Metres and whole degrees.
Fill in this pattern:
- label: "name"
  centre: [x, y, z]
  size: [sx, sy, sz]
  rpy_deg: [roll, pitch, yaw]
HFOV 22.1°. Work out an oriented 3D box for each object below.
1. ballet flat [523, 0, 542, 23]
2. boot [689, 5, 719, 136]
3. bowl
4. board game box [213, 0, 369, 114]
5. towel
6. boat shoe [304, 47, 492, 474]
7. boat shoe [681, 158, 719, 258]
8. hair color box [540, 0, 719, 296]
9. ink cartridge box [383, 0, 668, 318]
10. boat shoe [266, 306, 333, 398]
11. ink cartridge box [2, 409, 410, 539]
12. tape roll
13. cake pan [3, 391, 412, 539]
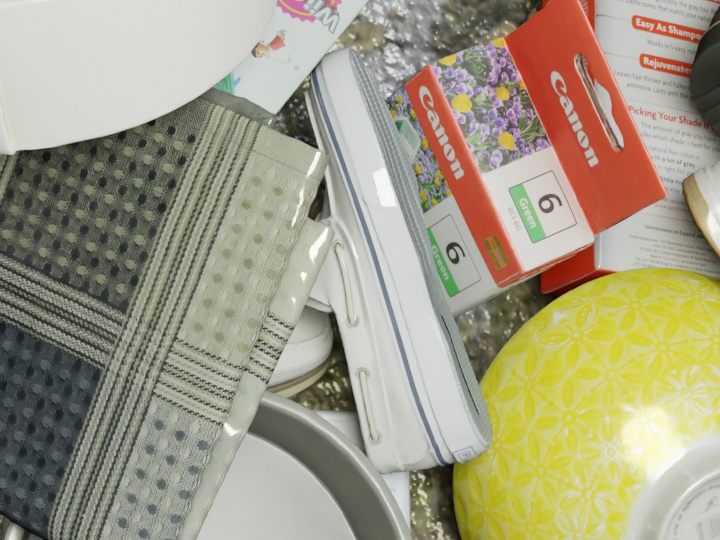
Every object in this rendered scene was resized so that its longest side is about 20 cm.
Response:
- label: "ballet flat"
  centre: [0.186, -0.133, 1.053]
  size: [0.198, 0.046, 0.068]
  rpy_deg: [3, 74, -23]
- label: "boot"
  centre: [0.250, -0.084, 0.966]
  size: [0.201, 0.077, 0.139]
  rpy_deg: [55, 39, -30]
- label: "bowl"
  centre: [0.154, 0.110, 0.893]
  size: [0.198, 0.108, 0.202]
  rpy_deg: [-6, 108, -18]
- label: "board game box"
  centre: [-0.048, -0.122, 0.892]
  size: [0.064, 0.147, 0.201]
  rpy_deg: [42, 65, -9]
- label: "towel"
  centre: [-0.117, 0.008, 0.778]
  size: [0.191, 0.034, 0.202]
  rpy_deg: [24, 95, 24]
- label: "boat shoe"
  centre: [0.000, 0.000, 0.861]
  size: [0.066, 0.074, 0.202]
  rpy_deg: [-18, 88, 12]
- label: "boat shoe"
  centre: [0.241, 0.012, 0.912]
  size: [0.200, 0.069, 0.071]
  rpy_deg: [45, 20, -26]
- label: "hair color box"
  centre: [0.151, -0.084, 0.972]
  size: [0.101, 0.061, 0.202]
  rpy_deg: [9, 74, -22]
- label: "ink cartridge box"
  centre: [0.057, -0.046, 0.887]
  size: [0.050, 0.200, 0.110]
  rpy_deg: [-22, 85, -27]
- label: "boat shoe"
  centre: [-0.101, 0.017, 0.861]
  size: [0.198, 0.069, 0.075]
  rpy_deg: [3, 32, -23]
- label: "ink cartridge box"
  centre: [-0.070, 0.165, 0.865]
  size: [0.198, 0.041, 0.202]
  rpy_deg: [5, 75, -21]
- label: "tape roll"
  centre: [-0.134, -0.138, 0.765]
  size: [0.200, 0.071, 0.204]
  rpy_deg: [-2, 44, 2]
- label: "cake pan"
  centre: [-0.068, 0.152, 0.824]
  size: [0.198, 0.037, 0.203]
  rpy_deg: [5, 75, -21]
